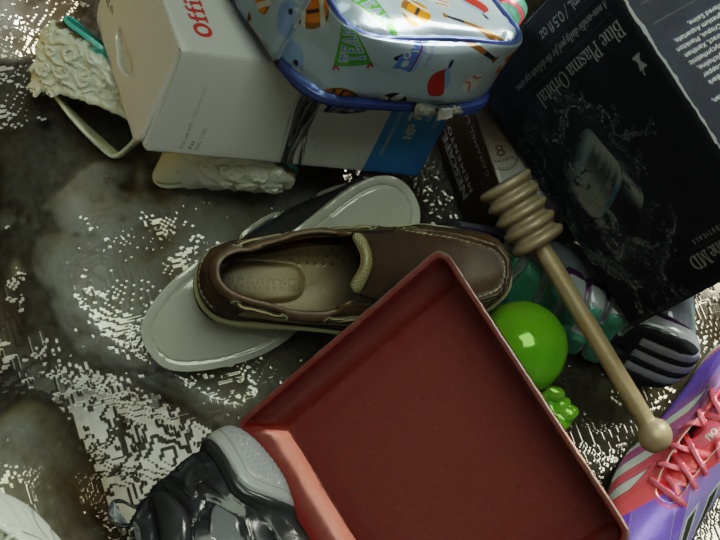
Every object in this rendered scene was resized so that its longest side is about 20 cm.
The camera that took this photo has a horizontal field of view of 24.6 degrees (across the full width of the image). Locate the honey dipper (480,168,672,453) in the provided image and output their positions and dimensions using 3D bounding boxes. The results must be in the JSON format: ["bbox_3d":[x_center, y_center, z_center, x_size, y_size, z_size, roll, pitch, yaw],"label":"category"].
[{"bbox_3d":[0.141,0.030,1.050,0.038,0.038,0.200,-30,90,-23],"label":"honey dipper"}]

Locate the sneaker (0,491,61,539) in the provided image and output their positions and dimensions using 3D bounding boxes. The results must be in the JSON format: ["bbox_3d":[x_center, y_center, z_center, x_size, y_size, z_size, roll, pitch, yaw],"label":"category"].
[{"bbox_3d":[-0.185,0.179,0.946,0.200,0.099,0.078,37,64,4],"label":"sneaker"}]

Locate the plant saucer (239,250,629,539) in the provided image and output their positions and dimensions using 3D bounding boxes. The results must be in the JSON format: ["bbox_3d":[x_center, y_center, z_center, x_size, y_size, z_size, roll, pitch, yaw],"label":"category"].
[{"bbox_3d":[0.044,0.122,0.995,0.037,0.200,0.200,-11,64,-56],"label":"plant saucer"}]

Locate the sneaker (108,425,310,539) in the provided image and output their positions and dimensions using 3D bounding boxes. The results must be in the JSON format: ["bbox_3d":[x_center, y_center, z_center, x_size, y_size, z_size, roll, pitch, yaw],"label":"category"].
[{"bbox_3d":[-0.069,0.198,0.982,0.114,0.076,0.200,-28,70,-21],"label":"sneaker"}]

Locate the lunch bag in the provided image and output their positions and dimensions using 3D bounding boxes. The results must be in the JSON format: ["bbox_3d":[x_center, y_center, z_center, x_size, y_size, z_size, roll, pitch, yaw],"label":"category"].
[{"bbox_3d":[0.004,-0.173,1.017,0.160,0.076,0.200,-1,47,-36],"label":"lunch bag"}]

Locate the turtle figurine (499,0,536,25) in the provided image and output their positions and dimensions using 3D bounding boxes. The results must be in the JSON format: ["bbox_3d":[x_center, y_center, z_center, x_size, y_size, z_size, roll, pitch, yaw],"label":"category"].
[{"bbox_3d":[0.096,-0.221,1.189,0.149,0.101,0.200,9,58,-13],"label":"turtle figurine"}]

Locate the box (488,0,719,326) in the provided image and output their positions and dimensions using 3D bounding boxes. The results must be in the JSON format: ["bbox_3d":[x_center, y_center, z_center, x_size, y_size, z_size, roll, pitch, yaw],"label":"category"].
[{"bbox_3d":[0.195,-0.095,1.011,0.117,0.197,0.200,-31,85,-22],"label":"box"}]

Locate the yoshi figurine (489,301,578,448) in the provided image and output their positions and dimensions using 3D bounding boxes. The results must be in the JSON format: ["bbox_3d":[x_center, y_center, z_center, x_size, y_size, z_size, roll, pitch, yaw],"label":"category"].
[{"bbox_3d":[0.106,0.101,1.049,0.112,0.112,0.200,-10,67,-28],"label":"yoshi figurine"}]

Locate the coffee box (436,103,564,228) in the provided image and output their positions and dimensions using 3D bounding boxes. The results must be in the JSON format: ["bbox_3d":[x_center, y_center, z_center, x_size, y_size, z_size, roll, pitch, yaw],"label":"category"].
[{"bbox_3d":[0.160,-0.103,1.156,0.200,0.080,0.115,-13,75,-18],"label":"coffee box"}]

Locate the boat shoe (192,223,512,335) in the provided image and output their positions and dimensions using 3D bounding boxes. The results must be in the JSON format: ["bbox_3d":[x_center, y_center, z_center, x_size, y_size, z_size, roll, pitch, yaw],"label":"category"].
[{"bbox_3d":[0.001,0.006,1.012,0.202,0.075,0.075,-6,80,-11],"label":"boat shoe"}]

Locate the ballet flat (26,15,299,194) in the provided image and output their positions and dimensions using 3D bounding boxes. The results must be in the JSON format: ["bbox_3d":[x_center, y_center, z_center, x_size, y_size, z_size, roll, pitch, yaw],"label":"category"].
[{"bbox_3d":[-0.137,-0.095,1.104,0.200,0.072,0.072,33,64,5],"label":"ballet flat"}]

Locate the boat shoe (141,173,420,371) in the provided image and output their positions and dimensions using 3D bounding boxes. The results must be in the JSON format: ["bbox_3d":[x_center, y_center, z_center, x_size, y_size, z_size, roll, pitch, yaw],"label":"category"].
[{"bbox_3d":[-0.055,-0.001,1.076,0.200,0.060,0.074,-35,101,-11],"label":"boat shoe"}]

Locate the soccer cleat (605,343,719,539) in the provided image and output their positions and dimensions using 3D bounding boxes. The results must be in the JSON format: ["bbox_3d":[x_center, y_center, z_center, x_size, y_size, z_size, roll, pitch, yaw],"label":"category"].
[{"bbox_3d":[0.224,0.113,1.083,0.068,0.073,0.200,38,64,4],"label":"soccer cleat"}]

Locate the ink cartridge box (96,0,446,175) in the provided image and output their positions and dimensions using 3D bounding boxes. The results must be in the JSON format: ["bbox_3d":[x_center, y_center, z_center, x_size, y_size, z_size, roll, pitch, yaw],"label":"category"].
[{"bbox_3d":[-0.055,-0.145,1.078,0.200,0.086,0.147,4,44,-29],"label":"ink cartridge box"}]

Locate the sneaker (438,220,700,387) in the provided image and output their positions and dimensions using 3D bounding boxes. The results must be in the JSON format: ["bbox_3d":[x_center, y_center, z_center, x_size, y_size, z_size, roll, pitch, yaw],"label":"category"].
[{"bbox_3d":[0.138,0.007,1.124,0.200,0.074,0.088,26,44,-7],"label":"sneaker"}]
